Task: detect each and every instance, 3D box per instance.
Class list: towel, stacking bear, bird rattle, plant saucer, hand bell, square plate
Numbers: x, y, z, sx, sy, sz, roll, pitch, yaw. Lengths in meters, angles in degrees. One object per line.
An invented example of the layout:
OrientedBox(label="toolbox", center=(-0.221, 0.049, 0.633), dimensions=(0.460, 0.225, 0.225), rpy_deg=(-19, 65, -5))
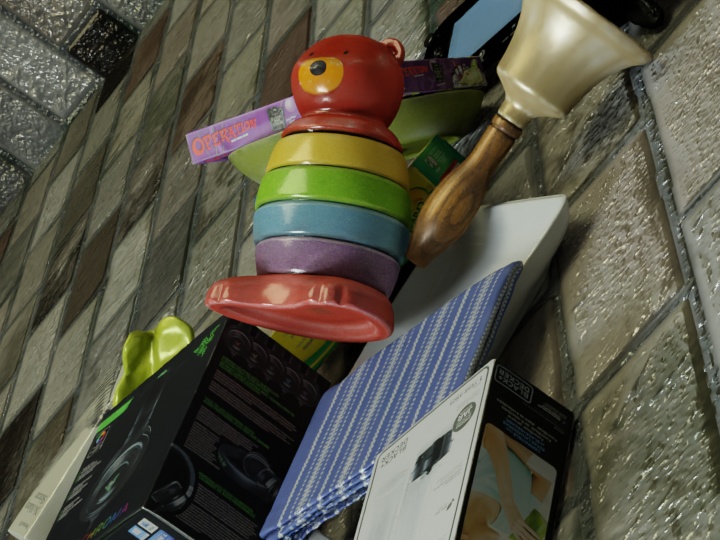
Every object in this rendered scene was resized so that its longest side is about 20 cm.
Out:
OrientedBox(label="towel", center=(0.020, 0.087, 1.417), dimensions=(0.200, 0.024, 0.145), rpy_deg=(-37, 21, 42))
OrientedBox(label="stacking bear", center=(-0.017, -0.061, 1.546), dimensions=(0.121, 0.114, 0.201), rpy_deg=(0, 75, 33))
OrientedBox(label="bird rattle", center=(-0.111, 0.096, 1.799), dimensions=(0.163, 0.113, 0.200), rpy_deg=(-36, -13, -9))
OrientedBox(label="plant saucer", center=(0.000, -0.095, 1.745), dimensions=(0.199, 0.031, 0.200), rpy_deg=(-14, -3, -1))
OrientedBox(label="hand bell", center=(0.092, -0.087, 1.511), dimensions=(0.200, 0.104, 0.104), rpy_deg=(-55, 15, 6))
OrientedBox(label="square plate", center=(0.053, 0.044, 1.494), dimensions=(0.200, 0.028, 0.198), rpy_deg=(-59, 16, -12))

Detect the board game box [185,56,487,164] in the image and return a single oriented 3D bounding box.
OrientedBox(label="board game box", center=(-0.019, -0.120, 1.729), dimensions=(0.200, 0.032, 0.120), rpy_deg=(-16, 1, 36))

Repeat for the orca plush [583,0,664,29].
OrientedBox(label="orca plush", center=(0.199, -0.197, 1.538), dimensions=(0.105, 0.071, 0.200), rpy_deg=(-8, -19, -43))

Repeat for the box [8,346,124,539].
OrientedBox(label="box", center=(-0.217, 0.160, 1.991), dimensions=(0.200, 0.068, 0.082), rpy_deg=(-58, 15, -12))

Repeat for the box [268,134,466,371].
OrientedBox(label="box", center=(0.000, 0.000, 1.662), dimensions=(0.200, 0.048, 0.117), rpy_deg=(-48, 1, 19))

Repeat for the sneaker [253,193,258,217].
OrientedBox(label="sneaker", center=(-0.046, -0.046, 1.869), dimensions=(0.075, 0.088, 0.200), rpy_deg=(-59, 14, -5))

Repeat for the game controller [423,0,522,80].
OrientedBox(label="game controller", center=(0.106, -0.194, 1.800), dimensions=(0.200, 0.042, 0.104), rpy_deg=(-40, 21, 46))

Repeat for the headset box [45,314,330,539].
OrientedBox(label="headset box", center=(-0.124, 0.146, 1.568), dimensions=(0.174, 0.093, 0.200), rpy_deg=(-39, 20, 42))

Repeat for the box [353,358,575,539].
OrientedBox(label="box", center=(0.044, 0.156, 1.226), dimensions=(0.117, 0.060, 0.200), rpy_deg=(-43, 19, 37))

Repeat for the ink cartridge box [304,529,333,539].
OrientedBox(label="ink cartridge box", center=(-0.071, 0.205, 1.521), dimensions=(0.095, 0.037, 0.200), rpy_deg=(-57, 17, -9))
